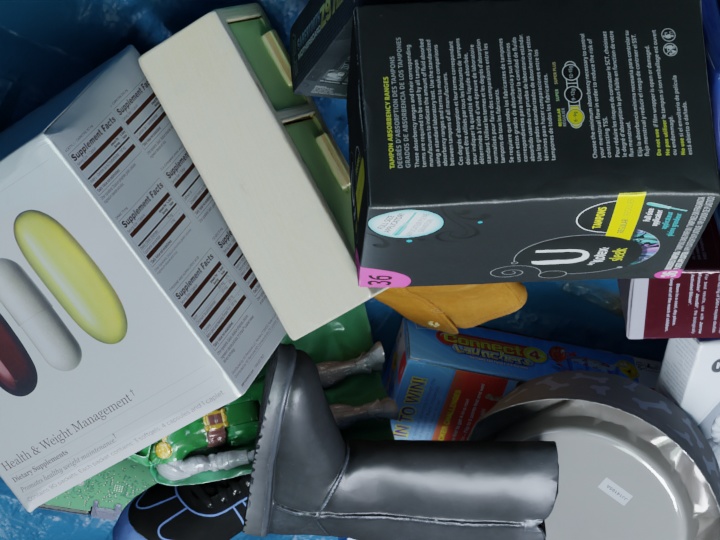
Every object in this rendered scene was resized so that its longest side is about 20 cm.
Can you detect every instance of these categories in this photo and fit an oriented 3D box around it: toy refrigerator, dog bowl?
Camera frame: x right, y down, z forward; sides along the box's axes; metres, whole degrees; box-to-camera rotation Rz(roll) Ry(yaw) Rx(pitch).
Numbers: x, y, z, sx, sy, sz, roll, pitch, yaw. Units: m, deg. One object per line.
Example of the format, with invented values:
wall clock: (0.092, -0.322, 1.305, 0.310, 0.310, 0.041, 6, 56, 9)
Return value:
toy refrigerator: (-0.051, -0.065, 1.467, 0.070, 0.076, 0.200, -30, 88, 22)
dog bowl: (0.156, 0.156, 1.601, 0.199, 0.059, 0.201, 10, 123, 15)

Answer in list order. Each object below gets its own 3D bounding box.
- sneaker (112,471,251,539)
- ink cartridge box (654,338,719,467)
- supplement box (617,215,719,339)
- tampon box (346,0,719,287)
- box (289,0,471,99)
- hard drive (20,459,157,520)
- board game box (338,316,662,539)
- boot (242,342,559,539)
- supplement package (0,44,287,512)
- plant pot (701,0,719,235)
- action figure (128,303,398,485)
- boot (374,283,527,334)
sneaker: (-0.084, 0.143, 1.630, 0.200, 0.070, 0.078, -21, 147, -43)
ink cartridge box: (0.290, 0.109, 1.650, 0.199, 0.041, 0.200, -7, 129, -22)
supplement box: (0.271, -0.010, 1.559, 0.199, 0.109, 0.061, -1, 126, 0)
tampon box: (0.095, -0.072, 1.370, 0.199, 0.127, 0.150, -3, 162, -2)
box: (0.073, -0.148, 1.422, 0.199, 0.051, 0.158, 3, 162, -18)
hard drive: (-0.158, 0.092, 1.659, 0.139, 0.038, 0.200, 9, 124, -9)
board game box: (0.101, 0.140, 1.691, 0.195, 0.056, 0.200, 12, 124, -10)
boot: (0.032, 0.120, 1.514, 0.199, 0.066, 0.165, 8, 137, -2)
supplement package: (-0.177, 0.006, 1.482, 0.191, 0.147, 0.200, -30, 103, 29)
plant pot: (0.295, -0.115, 1.436, 0.199, 0.200, 0.180, -5, 132, 0)
action figure: (-0.077, 0.098, 1.588, 0.199, 0.118, 0.055, -13, 169, -10)
boot: (0.001, -0.001, 1.581, 0.201, 0.071, 0.144, 0, 154, 27)
